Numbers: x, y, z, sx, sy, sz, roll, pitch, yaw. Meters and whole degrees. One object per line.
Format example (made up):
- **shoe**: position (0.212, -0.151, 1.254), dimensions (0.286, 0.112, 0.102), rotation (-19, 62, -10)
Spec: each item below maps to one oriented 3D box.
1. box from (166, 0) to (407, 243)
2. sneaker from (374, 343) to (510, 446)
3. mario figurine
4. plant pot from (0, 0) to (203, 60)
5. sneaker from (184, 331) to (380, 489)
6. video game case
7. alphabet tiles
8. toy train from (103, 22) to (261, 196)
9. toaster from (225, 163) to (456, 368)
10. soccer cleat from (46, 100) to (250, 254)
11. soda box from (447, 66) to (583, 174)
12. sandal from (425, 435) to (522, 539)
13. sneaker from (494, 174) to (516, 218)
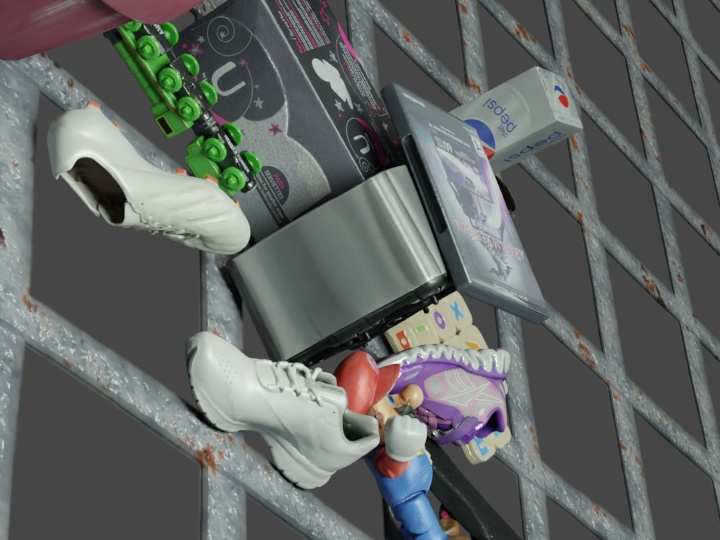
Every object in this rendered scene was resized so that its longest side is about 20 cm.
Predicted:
- **box**: position (-0.071, -0.144, 1.773), dimensions (0.200, 0.132, 0.115), rotation (61, 27, 0)
- **sneaker**: position (0.073, 0.118, 1.845), dimensions (0.200, 0.080, 0.089), rotation (6, 72, -49)
- **mario figurine**: position (0.044, 0.154, 1.714), dimensions (0.106, 0.123, 0.200), rotation (-40, 110, -39)
- **plant pot**: position (-0.226, -0.256, 1.532), dimensions (0.200, 0.179, 0.200), rotation (44, 30, -34)
- **sneaker**: position (-0.063, 0.099, 1.605), dimensions (0.200, 0.087, 0.075), rotation (38, 36, -41)
- **video game case**: position (0.090, -0.056, 1.716), dimensions (0.143, 0.019, 0.200), rotation (22, 42, -55)
- **alphabet tiles**: position (0.085, 0.091, 1.978), dimensions (0.200, 0.015, 0.196), rotation (63, 25, 0)
- **toy train**: position (-0.155, -0.146, 1.704), dimensions (0.200, 0.056, 0.042), rotation (57, 41, -13)
- **toaster**: position (0.000, 0.000, 1.718), dimensions (0.119, 0.181, 0.200), rotation (61, 24, 3)
- **soccer cleat**: position (-0.169, -0.055, 1.585), dimensions (0.200, 0.069, 0.078), rotation (35, 41, -33)
- **soda box**: position (0.121, -0.133, 2.047), dimensions (0.068, 0.200, 0.064), rotation (9, 59, -59)
- **sandal**: position (0.099, 0.234, 1.819), dimensions (0.200, 0.045, 0.075), rotation (50, 15, 27)
- **sneaker**: position (0.076, -0.059, 1.999), dimensions (0.075, 0.106, 0.200), rotation (65, 25, 5)
